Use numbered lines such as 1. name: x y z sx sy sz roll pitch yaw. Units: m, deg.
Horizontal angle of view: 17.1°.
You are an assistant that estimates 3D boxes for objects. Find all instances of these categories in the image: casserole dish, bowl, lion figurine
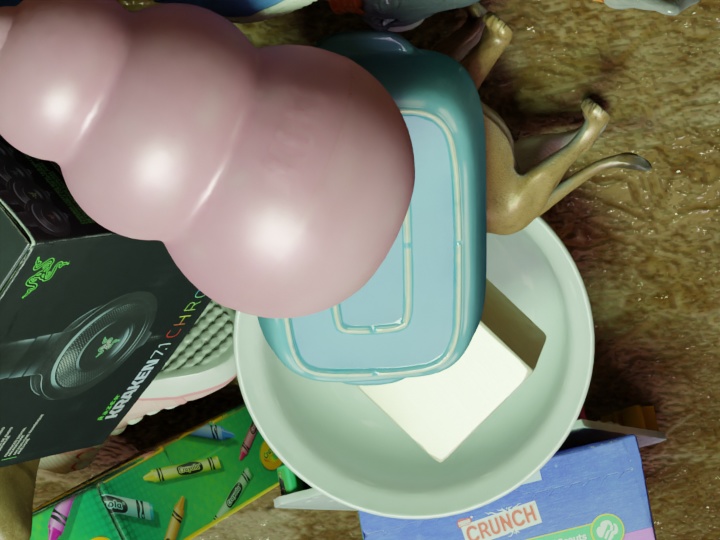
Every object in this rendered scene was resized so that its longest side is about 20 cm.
1. casserole dish: 0.004 -0.020 1.185 0.120 0.039 0.201 -3 119 -1
2. bowl: 0.033 0.032 1.358 0.200 0.090 0.202 1 102 6
3. lion figurine: 0.055 -0.064 1.242 0.200 0.072 0.123 36 97 -31

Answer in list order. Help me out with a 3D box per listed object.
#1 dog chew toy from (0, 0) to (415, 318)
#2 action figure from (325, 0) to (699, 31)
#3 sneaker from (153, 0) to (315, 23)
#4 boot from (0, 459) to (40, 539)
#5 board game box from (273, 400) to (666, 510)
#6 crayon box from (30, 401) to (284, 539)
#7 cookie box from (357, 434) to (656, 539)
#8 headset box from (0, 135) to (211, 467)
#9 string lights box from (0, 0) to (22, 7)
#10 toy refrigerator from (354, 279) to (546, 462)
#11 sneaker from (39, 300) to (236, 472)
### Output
1. dog chew toy: -0.077 -0.061 1.065 0.199 0.125 0.125 26 137 -17
2. action figure: 0.047 -0.171 1.099 0.192 0.105 0.200 -9 140 12
3. sneaker: -0.108 -0.156 1.071 0.199 0.077 0.111 11 -175 31
4. boot: -0.189 0.065 1.340 0.075 0.201 0.074 -11 151 11
5. board game box: 0.070 0.114 1.491 0.199 0.026 0.200 -16 168 20
6. crayon box: -0.136 0.146 1.475 0.118 0.058 0.200 -27 180 31
7. cookie box: 0.091 0.159 1.457 0.170 0.076 0.200 -13 171 3
8. headset box: -0.173 0.010 1.183 0.174 0.093 0.200 -52 158 25
9. string lights box: -0.237 -0.094 1.239 0.199 0.059 0.103 5 144 -8
10. toy refrigerator: 0.000 0.000 1.277 0.200 0.070 0.076 43 109 -2
11. sneaker: -0.151 0.066 1.437 0.199 0.076 0.105 -5 142 17
